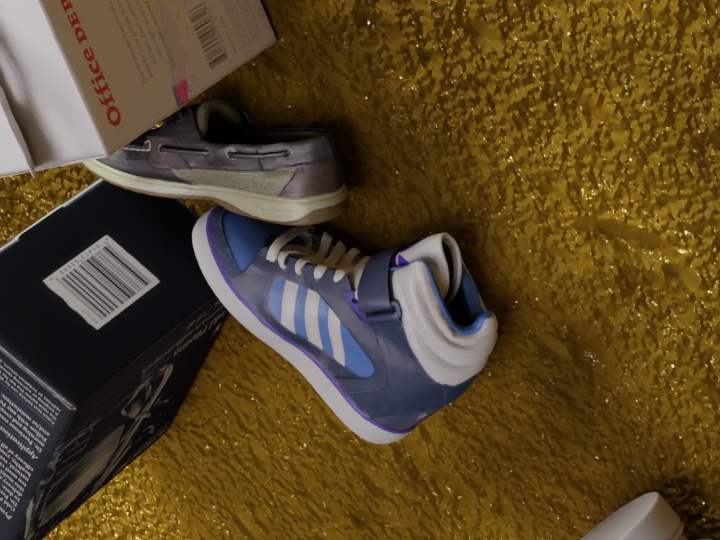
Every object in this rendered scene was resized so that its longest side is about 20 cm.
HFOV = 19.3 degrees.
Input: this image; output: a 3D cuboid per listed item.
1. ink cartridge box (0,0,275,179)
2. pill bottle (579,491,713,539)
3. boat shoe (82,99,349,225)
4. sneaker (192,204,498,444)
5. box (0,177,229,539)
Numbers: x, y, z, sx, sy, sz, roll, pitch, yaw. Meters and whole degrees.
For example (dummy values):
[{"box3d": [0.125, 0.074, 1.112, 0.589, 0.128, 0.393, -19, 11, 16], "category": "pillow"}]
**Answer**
[{"box3d": [-0.174, -0.147, 1.278, 0.125, 0.200, 0.129, -8, 111, 40], "category": "ink cartridge box"}, {"box3d": [0.210, 0.238, 1.291, 0.200, 0.112, 0.112, 51, 135, 0], "category": "pill bottle"}, {"box3d": [-0.093, -0.079, 1.360, 0.200, 0.073, 0.065, 12, 113, 28], "category": "boat shoe"}, {"box3d": [0.000, 0.000, 1.333, 0.200, 0.081, 0.146, 48, 127, 7], "category": "sneaker"}, {"box3d": [-0.201, 0.065, 1.435, 0.124, 0.200, 0.197, 40, 134, 9], "category": "box"}]
